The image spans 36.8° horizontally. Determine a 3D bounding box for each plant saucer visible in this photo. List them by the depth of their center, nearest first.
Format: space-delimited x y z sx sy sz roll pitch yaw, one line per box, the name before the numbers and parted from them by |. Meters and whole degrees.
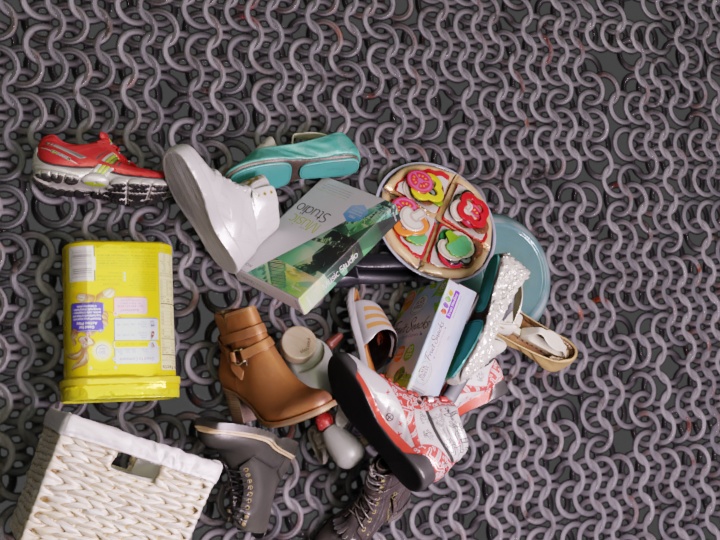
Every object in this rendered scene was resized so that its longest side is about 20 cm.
plant saucer | 0.211 0.008 1.655 0.200 0.027 0.200 3 81 -23

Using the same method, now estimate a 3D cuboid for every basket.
basket | -0.300 0.270 1.298 0.198 0.200 0.161 23 76 -18

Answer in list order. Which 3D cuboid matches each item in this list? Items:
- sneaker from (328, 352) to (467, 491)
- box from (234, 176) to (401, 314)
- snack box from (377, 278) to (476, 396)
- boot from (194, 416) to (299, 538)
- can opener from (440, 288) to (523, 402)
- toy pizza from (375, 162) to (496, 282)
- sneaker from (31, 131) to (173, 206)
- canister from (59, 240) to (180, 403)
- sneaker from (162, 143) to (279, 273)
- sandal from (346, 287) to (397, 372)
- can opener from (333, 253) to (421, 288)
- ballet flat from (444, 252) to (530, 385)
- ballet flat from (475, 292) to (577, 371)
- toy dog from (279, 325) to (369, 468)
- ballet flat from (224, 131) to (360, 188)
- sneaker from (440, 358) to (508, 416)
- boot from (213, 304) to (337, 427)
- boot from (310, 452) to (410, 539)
sneaker | 0.051 0.174 1.379 0.108 0.067 0.201 -28 75 -37
box | -0.061 -0.039 1.484 0.200 0.144 0.036 -47 137 -22
snack box | 0.079 0.118 1.516 0.053 0.142 0.200 28 72 -17
boot | -0.154 0.268 1.386 0.200 0.077 0.139 32 71 -54
can opener | 0.159 0.098 1.531 0.053 0.066 0.200 33 74 2
toy pizza | 0.115 -0.077 1.593 0.200 0.032 0.200 11 61 -20
sneaker | -0.326 -0.139 1.421 0.200 0.077 0.085 8 68 -25
canister | -0.309 0.066 1.387 0.148 0.087 0.200 1 80 -24
sneaker | -0.179 -0.107 1.437 0.116 0.074 0.200 -47 132 -28
sandal | 0.025 0.110 1.490 0.059 0.079 0.207 -15 51 3
can opener | 0.000 0.000 1.550 0.200 0.063 0.079 1 54 -33
ballet flat | 0.181 0.072 1.479 0.072 0.072 0.200 27 79 -18
ballet flat | 0.238 0.084 1.605 0.200 0.063 0.069 28 65 -17
toy dog | -0.037 0.160 1.461 0.096 0.132 0.200 -24 91 -18
ballet flat | -0.101 -0.158 1.528 0.200 0.067 0.070 -10 58 -17
sneaker | 0.115 0.164 1.568 0.201 0.067 0.108 -23 90 -28
boot | -0.117 0.119 1.402 0.077 0.200 0.156 -14 95 -37
boot | 0.010 0.300 1.438 0.069 0.174 0.200 40 58 21
